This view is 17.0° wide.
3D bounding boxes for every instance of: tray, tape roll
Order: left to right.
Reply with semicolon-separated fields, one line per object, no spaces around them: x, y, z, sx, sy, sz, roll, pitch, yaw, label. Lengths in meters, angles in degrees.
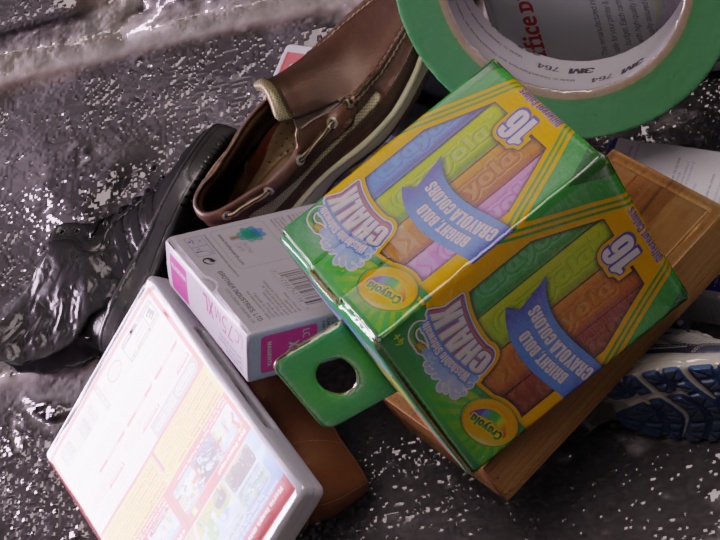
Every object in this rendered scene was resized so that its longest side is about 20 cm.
0.113;0.027;1.356;0.200;0.037;0.099;-45;42;-11;tray
0.119;-0.175;1.380;0.200;0.201;0.048;-9;25;17;tape roll

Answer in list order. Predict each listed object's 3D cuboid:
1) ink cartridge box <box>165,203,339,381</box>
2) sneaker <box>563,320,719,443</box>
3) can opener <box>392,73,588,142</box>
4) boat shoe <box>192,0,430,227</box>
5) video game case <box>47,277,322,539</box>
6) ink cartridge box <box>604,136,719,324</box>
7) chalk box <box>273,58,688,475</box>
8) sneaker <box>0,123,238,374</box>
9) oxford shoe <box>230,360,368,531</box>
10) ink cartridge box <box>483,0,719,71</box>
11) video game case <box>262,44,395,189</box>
0.000;0.000;1.421;0.199;0.042;0.119;-16;35;-21;ink cartridge box
0.157;0.045;1.382;0.199;0.077;0.085;-2;56;21;sneaker
0.052;-0.104;1.496;0.200;0.067;0.053;26;72;32;can opener
-0.029;-0.098;1.480;0.203;0.075;0.075;-55;47;12;boat shoe
-0.108;0.119;1.419;0.143;0.017;0.200;-58;46;21;video game case
0.227;-0.017;1.412;0.199;0.039;0.100;12;66;26;ink cartridge box
0.049;0.011;1.295;0.200;0.125;0.124;-40;41;-2;chalk box
-0.157;-0.015;1.545;0.104;0.060;0.200;23;86;28;sneaker
-0.060;0.079;1.466;0.071;0.071;0.200;-18;51;-22;oxford shoe
0.177;-0.193;1.462;0.199;0.146;0.083;-3;56;15;ink cartridge box
0.016;-0.071;1.544;0.199;0.017;0.143;10;65;27;video game case
